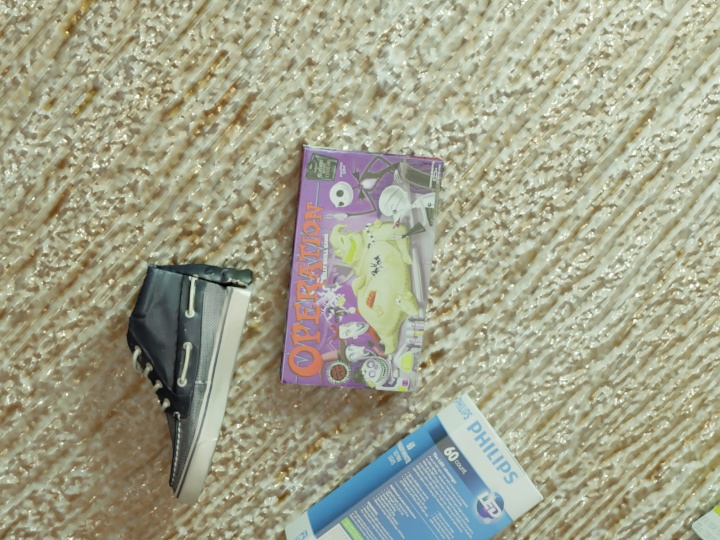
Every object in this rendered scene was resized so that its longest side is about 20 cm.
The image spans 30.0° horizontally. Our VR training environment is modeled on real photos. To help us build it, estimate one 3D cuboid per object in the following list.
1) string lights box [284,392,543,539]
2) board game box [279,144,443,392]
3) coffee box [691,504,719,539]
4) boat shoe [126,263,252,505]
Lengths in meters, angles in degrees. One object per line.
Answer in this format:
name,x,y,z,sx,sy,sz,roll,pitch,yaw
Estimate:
string lights box,0.045,0.210,1.159,0.200,0.059,0.103,-36,104,0
board game box,0.000,0.000,1.128,0.120,0.032,0.201,5,101,-5
coffee box,0.446,0.274,1.158,0.197,0.200,0.200,-34,103,-1
boat shoe,-0.152,0.087,1.106,0.092,0.075,0.201,13,91,-4
